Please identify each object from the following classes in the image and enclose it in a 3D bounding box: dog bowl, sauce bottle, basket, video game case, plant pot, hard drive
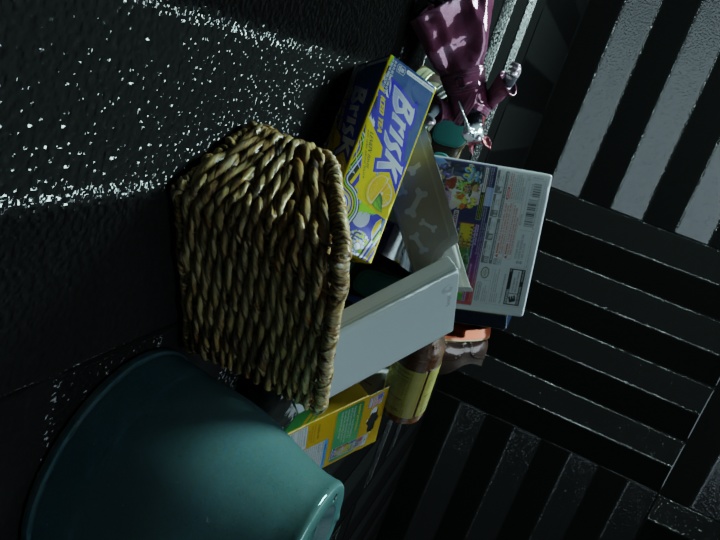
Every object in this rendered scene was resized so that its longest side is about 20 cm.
[{"bbox_3d":[0.075,-0.063,0.799,0.200,0.059,0.200,-16,90,-82],"label":"dog bowl"},{"bbox_3d":[0.074,0.111,0.881,0.066,0.066,0.200,-48,158,-51],"label":"sauce bottle"},{"bbox_3d":[-0.054,-0.005,0.579,0.143,0.149,0.200,-52,159,-44],"label":"basket"},{"bbox_3d":[0.153,-0.045,0.934,0.023,0.182,0.200,-123,-139,-75],"label":"video game case"},{"bbox_3d":[-0.122,0.192,0.556,0.200,0.188,0.200,-59,164,-28],"label":"plant pot"},{"bbox_3d":[0.010,0.071,0.726,0.200,0.026,0.132,-26,148,-13],"label":"hard drive"}]

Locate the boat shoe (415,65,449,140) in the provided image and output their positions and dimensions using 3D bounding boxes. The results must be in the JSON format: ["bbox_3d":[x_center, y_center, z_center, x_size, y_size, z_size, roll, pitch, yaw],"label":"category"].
[{"bbox_3d":[0.062,-0.179,0.889,0.200,0.065,0.073,-61,166,-18],"label":"boat shoe"}]

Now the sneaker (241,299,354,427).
[{"bbox_3d":[-0.089,0.100,0.776,0.200,0.076,0.091,-54,140,-7],"label":"sneaker"}]

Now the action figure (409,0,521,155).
[{"bbox_3d":[0.122,-0.244,0.867,0.149,0.134,0.200,-95,172,-71],"label":"action figure"}]

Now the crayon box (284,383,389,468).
[{"bbox_3d":[-0.065,0.209,0.888,0.200,0.052,0.126,-19,139,-30],"label":"crayon box"}]

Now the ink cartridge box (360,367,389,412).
[{"bbox_3d":[0.009,0.147,1.008,0.200,0.116,0.067,4,109,-56],"label":"ink cartridge box"}]

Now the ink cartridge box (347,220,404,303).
[{"bbox_3d":[0.000,0.000,0.921,0.200,0.076,0.136,-64,166,-4],"label":"ink cartridge box"}]

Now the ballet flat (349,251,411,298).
[{"bbox_3d":[-0.016,-0.008,0.792,0.200,0.068,0.068,28,111,-35],"label":"ballet flat"}]

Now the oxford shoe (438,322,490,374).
[{"bbox_3d":[0.099,0.118,0.979,0.071,0.200,0.073,-156,-114,-65],"label":"oxford shoe"}]

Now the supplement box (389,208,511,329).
[{"bbox_3d":[0.143,-0.034,1.051,0.134,0.200,0.200,-25,120,-69],"label":"supplement box"}]

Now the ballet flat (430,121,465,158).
[{"bbox_3d":[0.142,-0.210,1.152,0.072,0.068,0.200,-83,-171,-65],"label":"ballet flat"}]

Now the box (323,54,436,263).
[{"bbox_3d":[0.004,-0.112,0.705,0.070,0.064,0.200,26,80,-33],"label":"box"}]
